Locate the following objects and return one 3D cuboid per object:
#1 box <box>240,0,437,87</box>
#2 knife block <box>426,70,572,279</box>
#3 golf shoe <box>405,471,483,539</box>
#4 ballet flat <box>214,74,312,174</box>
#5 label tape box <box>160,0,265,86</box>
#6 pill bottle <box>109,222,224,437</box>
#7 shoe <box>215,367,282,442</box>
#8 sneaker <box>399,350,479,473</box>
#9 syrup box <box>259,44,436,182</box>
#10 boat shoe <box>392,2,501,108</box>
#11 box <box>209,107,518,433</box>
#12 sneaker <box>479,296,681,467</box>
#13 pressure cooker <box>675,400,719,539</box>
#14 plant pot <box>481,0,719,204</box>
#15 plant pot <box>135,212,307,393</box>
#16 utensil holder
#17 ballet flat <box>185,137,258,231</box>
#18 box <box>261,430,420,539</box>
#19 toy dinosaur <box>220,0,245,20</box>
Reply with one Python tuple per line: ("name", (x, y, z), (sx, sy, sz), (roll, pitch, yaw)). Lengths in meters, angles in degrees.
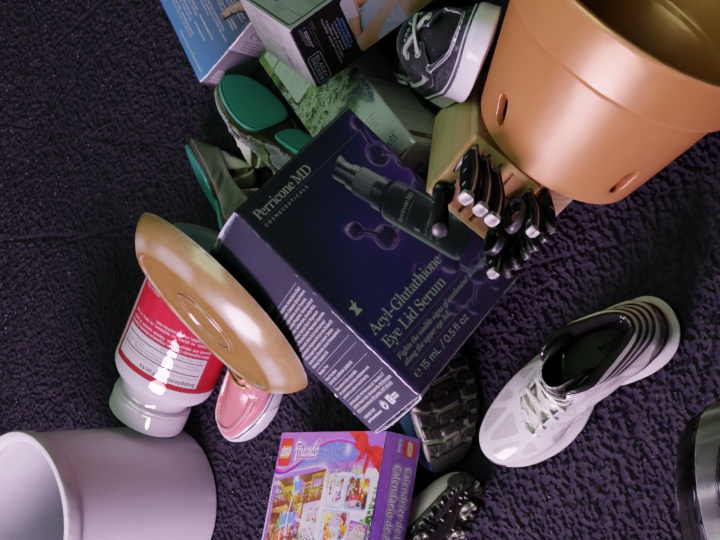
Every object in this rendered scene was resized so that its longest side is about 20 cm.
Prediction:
("box", (0.006, -0.253, 0.932), (0.199, 0.061, 0.117), (-36, 38, -8))
("knife block", (0.088, -0.085, 0.862), (0.064, 0.174, 0.202), (-45, 60, 26))
("golf shoe", (0.025, 0.232, 0.959), (0.201, 0.076, 0.089), (-51, 51, 24))
("ballet flat", (-0.086, -0.122, 1.084), (0.200, 0.071, 0.073), (42, 112, 35))
("label tape box", (-0.115, -0.308, 1.118), (0.200, 0.063, 0.146), (-42, 63, 29))
("pill bottle", (-0.185, 0.064, 1.119), (0.112, 0.111, 0.203), (37, 110, 35))
("shoe", (-0.113, 0.084, 1.071), (0.071, 0.090, 0.202), (43, 113, 33))
("sneaker", (0.039, 0.083, 0.967), (0.089, 0.077, 0.203), (-41, 61, 49))
("syrup box", (-0.002, -0.153, 1.002), (0.079, 0.081, 0.201), (-49, 61, 27))
("boat shoe", (0.062, -0.180, 0.885), (0.067, 0.200, 0.073), (22, 91, -6))
("box", (0.000, 0.000, 0.871), (0.200, 0.148, 0.104), (43, 149, 1))
("sneaker", (0.144, 0.086, 0.842), (0.200, 0.114, 0.076), (-45, 61, 29))
("pressure cooker", (0.314, 0.140, 0.662), (0.198, 0.179, 0.178), (-23, 103, 35))
("plant pot", (0.177, -0.147, 0.796), (0.202, 0.198, 0.141), (57, 136, 27))
("plant pot", (-0.124, 0.036, 0.918), (0.027, 0.201, 0.199), (-44, 51, -18))
("utensil holder", (-0.271, 0.247, 1.121), (0.168, 0.198, 0.174), (-4, 83, 39))
("ballet flat", (-0.127, -0.077, 1.114), (0.063, 0.068, 0.201), (-21, 43, -7))
("box", (-0.024, 0.214, 0.960), (0.199, 0.039, 0.140), (-15, 62, 59))
("toy dinosaur", (-0.053, -0.284, 1.011), (0.196, 0.089, 0.048), (-9, 47, 13))
